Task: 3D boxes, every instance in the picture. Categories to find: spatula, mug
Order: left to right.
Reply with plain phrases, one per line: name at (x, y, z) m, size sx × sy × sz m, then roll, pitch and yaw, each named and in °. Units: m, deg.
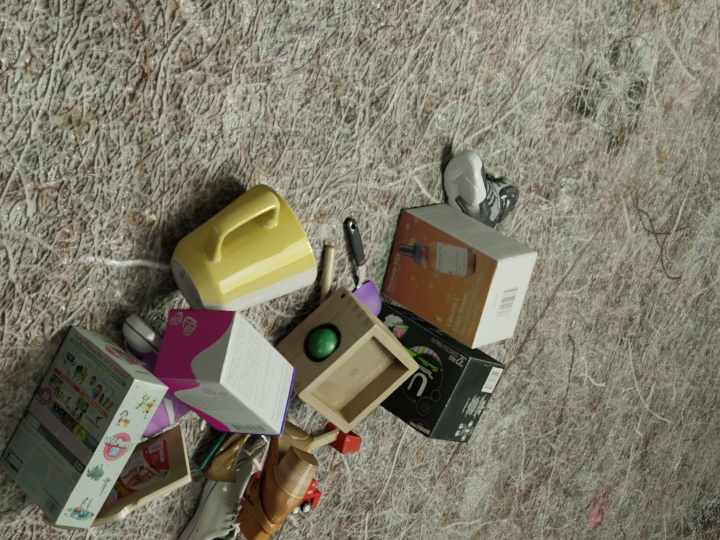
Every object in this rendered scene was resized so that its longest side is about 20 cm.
mug at (-0.164, -0.028, 1.505) m, size 0.153 × 0.149 × 0.187 m, roll -29°, pitch 130°, yaw -21°
spatula at (0.000, 0.000, 1.800) m, size 0.056 × 0.021 × 0.200 m, roll -34°, pitch 136°, yaw -27°

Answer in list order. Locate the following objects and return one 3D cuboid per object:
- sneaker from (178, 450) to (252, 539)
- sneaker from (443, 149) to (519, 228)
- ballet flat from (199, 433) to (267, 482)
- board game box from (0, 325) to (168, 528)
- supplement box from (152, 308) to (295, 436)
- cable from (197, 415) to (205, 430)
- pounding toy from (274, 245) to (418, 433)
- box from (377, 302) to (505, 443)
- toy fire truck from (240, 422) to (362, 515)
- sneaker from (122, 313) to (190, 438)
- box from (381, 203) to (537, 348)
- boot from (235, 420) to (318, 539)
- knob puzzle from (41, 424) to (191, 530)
sneaker at (-0.209, 0.374, 1.775) m, size 0.073 × 0.071 × 0.200 m, roll 18°, pitch 100°, yaw -53°
sneaker at (0.199, -0.136, 1.895) m, size 0.114 × 0.075 × 0.200 m, roll -39°, pitch 144°, yaw -26°
ballet flat at (-0.163, 0.229, 1.720) m, size 0.072 × 0.068 × 0.200 m, roll 29°, pitch 93°, yaw -9°
board game box at (-0.343, 0.191, 1.432) m, size 0.064 × 0.147 × 0.200 m, roll 25°, pitch 96°, yaw -52°
supplement box at (-0.174, 0.136, 1.523) m, size 0.200 × 0.101 × 0.104 m, roll 53°, pitch 43°, yaw -58°
cable at (-0.192, 0.124, 1.639) m, size 0.097 × 0.050 × 0.200 m, roll -26°, pitch 132°, yaw -53°
pounding toy at (-0.033, 0.106, 1.764) m, size 0.184 × 0.142 × 0.200 m, roll -42°, pitch 140°, yaw 2°
box at (0.101, 0.164, 1.880) m, size 0.124 × 0.200 × 0.149 m, roll 18°, pitch 100°, yaw -54°
toy fire truck at (-0.096, 0.324, 1.890) m, size 0.200 × 0.049 × 0.141 m, roll 2°, pitch 113°, yaw -49°
sneaker at (-0.289, 0.152, 1.534) m, size 0.114 × 0.073 × 0.201 m, roll -40°, pitch 139°, yaw -19°
box at (0.153, 0.005, 1.830) m, size 0.106 × 0.200 × 0.153 m, roll -12°, pitch 123°, yaw -46°
boot at (-0.130, 0.315, 1.750) m, size 0.077 × 0.200 × 0.155 m, roll 28°, pitch 99°, yaw -24°
knob puzzle at (-0.314, 0.286, 1.508) m, size 0.219 × 0.219 × 0.031 m, roll -34°, pitch 111°, yaw -30°
